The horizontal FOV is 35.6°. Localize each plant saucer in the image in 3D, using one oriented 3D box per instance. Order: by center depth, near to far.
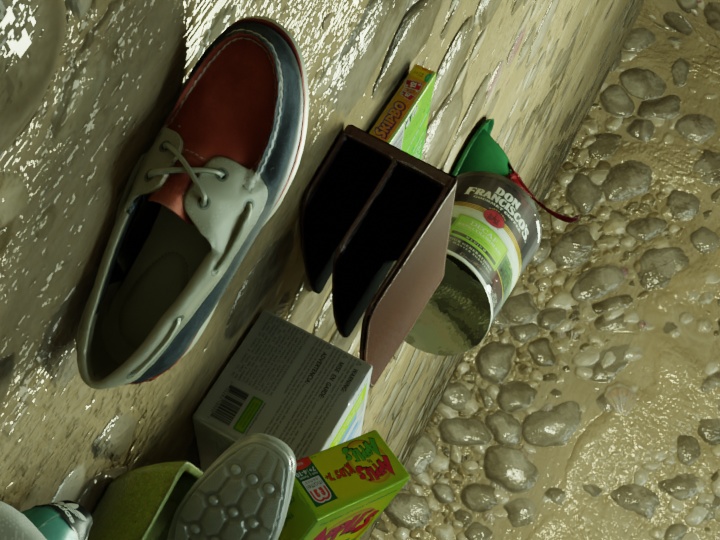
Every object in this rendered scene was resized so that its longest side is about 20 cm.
[{"bbox_3d":[-0.170,0.226,0.783,0.201,0.048,0.200,-62,169,-14],"label":"plant saucer"}]

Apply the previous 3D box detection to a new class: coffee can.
[{"bbox_3d":[0.122,-0.011,1.360,0.200,0.146,0.147,-51,163,-50],"label":"coffee can"}]

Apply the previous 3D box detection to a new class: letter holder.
[{"bbox_3d":[0.000,0.000,0.944,0.143,0.100,0.200,-58,168,-18],"label":"letter holder"}]

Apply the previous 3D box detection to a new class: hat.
[{"bbox_3d":[0.211,-0.091,1.514,0.200,0.175,0.166,-50,163,-51],"label":"hat"}]

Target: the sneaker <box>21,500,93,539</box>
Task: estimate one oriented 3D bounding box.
[{"bbox_3d":[-0.188,0.217,0.617,0.080,0.071,0.201,-29,142,-64],"label":"sneaker"}]

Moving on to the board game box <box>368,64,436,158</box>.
[{"bbox_3d":[0.031,-0.095,1.061,0.096,0.030,0.200,-58,165,-28],"label":"board game box"}]

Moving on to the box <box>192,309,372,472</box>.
[{"bbox_3d":[-0.065,0.142,0.945,0.113,0.101,0.200,-57,167,-29],"label":"box"}]

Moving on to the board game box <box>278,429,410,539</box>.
[{"bbox_3d":[-0.055,0.211,0.850,0.101,0.048,0.200,-13,146,-47],"label":"board game box"}]

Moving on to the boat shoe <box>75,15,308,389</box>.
[{"bbox_3d":[-0.086,-0.030,0.557,0.201,0.071,0.063,-63,167,17],"label":"boat shoe"}]

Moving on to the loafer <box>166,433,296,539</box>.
[{"bbox_3d":[-0.097,0.189,0.756,0.201,0.070,0.070,-60,176,19],"label":"loafer"}]

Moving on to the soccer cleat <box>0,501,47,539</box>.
[{"bbox_3d":[-0.198,0.199,0.489,0.201,0.086,0.070,-62,169,-11],"label":"soccer cleat"}]
